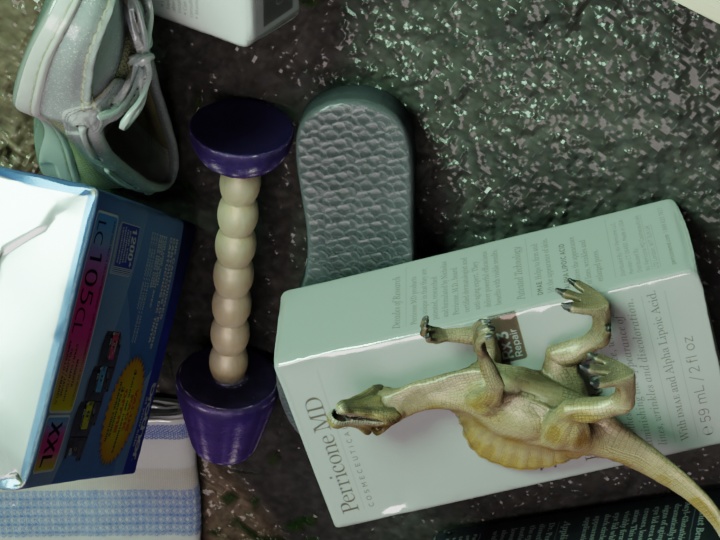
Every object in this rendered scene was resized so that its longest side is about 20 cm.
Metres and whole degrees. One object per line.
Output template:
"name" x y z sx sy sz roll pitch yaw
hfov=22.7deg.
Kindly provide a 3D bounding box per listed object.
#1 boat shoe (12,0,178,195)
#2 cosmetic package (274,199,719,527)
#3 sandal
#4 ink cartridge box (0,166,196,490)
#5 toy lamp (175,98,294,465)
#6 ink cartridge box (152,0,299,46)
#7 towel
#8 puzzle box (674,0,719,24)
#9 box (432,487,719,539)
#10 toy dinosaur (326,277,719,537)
"boat shoe" -0.113 -0.084 0.808 0.064 0.075 0.202 17 160 -1
"cosmetic package" 0.067 0.045 0.847 0.198 0.074 0.102 -15 118 8
"sandal" 0.001 0.000 0.891 0.075 0.043 0.202 8 120 2
"ink cartridge box" -0.144 0.028 0.863 0.076 0.200 0.138 14 89 9
"toy lamp" -0.065 0.014 0.908 0.058 0.058 0.201 12 127 11
"ink cartridge box" -0.107 -0.215 0.776 0.173 0.043 0.202 23 131 28
"towel" -0.164 0.152 1.043 0.145 0.024 0.201 -1 126 -1
"puzzle box" 0.106 -0.155 0.685 0.199 0.133 0.026 27 128 0
"box" 0.140 0.211 0.944 0.198 0.105 0.149 -12 118 25
"toy dinosaur" 0.089 0.061 0.795 0.198 0.058 0.102 16 134 0
